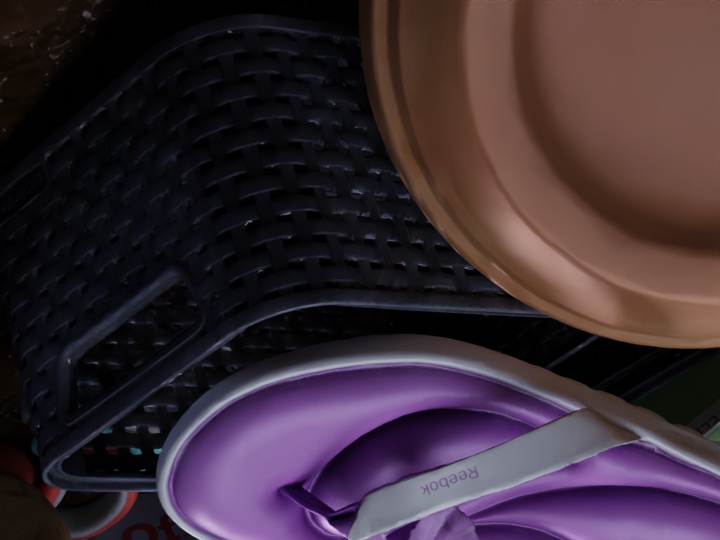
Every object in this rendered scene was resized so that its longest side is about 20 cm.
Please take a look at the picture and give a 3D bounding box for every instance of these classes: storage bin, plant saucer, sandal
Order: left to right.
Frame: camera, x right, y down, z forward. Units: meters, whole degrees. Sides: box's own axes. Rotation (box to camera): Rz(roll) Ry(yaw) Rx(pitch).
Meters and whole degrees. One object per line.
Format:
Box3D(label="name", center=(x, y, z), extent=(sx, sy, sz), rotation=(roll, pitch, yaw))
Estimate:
Box3D(label="storage bin", center=(0.000, 0.000, 0.911), extent=(0.199, 0.094, 0.135), rotation=(4, 152, -41))
Box3D(label="sandal", center=(0.042, 0.068, 0.843), extent=(0.201, 0.050, 0.083), rotation=(9, 119, -20))
Box3D(label="plant saucer", center=(0.100, -0.070, 0.809), extent=(0.199, 0.037, 0.202), rotation=(-3, 109, -9))

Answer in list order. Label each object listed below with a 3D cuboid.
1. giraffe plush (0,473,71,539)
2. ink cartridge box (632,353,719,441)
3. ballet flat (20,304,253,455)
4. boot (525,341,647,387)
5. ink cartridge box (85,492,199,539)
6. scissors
Box3D(label="giraffe plush", center=(-0.181, 0.124, 0.854), extent=(0.200, 0.173, 0.162), rotation=(-40, 132, 0))
Box3D(label="ink cartridge box", center=(0.086, 0.069, 0.989), extent=(0.145, 0.048, 0.200), rotation=(-41, 164, 13))
Box3D(label="ballet flat", center=(-0.034, 0.053, 1.012), extent=(0.073, 0.073, 0.199), rotation=(-40, 138, 23))
Box3D(label="boot", center=(0.161, 0.011, 1.108), extent=(0.202, 0.074, 0.155), rotation=(11, 114, -9))
Box3D(label="ink cartridge box", center=(-0.011, 0.168, 1.087), extent=(0.145, 0.201, 0.084), rotation=(-16, 147, -17))
Box3D(label="scissors", center=(-0.131, 0.098, 1.010), extent=(0.073, 0.014, 0.200), rotation=(7, 152, -19))
